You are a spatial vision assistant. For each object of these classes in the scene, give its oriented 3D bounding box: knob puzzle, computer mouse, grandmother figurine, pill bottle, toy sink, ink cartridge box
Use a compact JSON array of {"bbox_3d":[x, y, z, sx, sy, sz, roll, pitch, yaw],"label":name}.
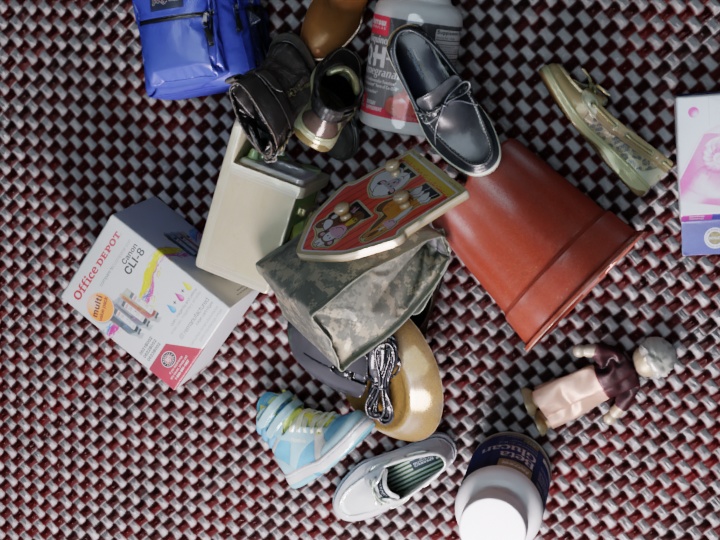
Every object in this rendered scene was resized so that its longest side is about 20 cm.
[{"bbox_3d":[0.008,-0.076,1.459,0.218,0.220,0.031,-18,120,17],"label":"knob puzzle"},{"bbox_3d":[-0.035,0.105,1.569,0.199,0.052,0.140,33,133,38],"label":"computer mouse"},{"bbox_3d":[0.306,0.138,1.566,0.198,0.061,0.122,-25,123,15],"label":"grandmother figurine"},{"bbox_3d":[0.179,0.287,1.551,0.110,0.200,0.112,3,103,13],"label":"pill bottle"},{"bbox_3d":[-0.116,-0.091,1.580,0.111,0.130,0.202,20,105,9],"label":"toy sink"},{"bbox_3d":[-0.262,0.026,1.633,0.199,0.145,0.146,38,108,4],"label":"ink cartridge box"},{"bbox_3d":[0.065,-0.272,1.504,0.110,0.111,0.202,11,104,11],"label":"pill bottle"},{"bbox_3d":[0.479,-0.117,1.472,0.194,0.043,0.202,-3,100,14],"label":"ink cartridge box"}]

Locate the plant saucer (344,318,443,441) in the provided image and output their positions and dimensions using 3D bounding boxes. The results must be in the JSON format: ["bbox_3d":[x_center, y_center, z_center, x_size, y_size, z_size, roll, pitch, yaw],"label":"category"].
[{"bbox_3d":[0.024,0.133,1.584,0.199,0.035,0.202,29,130,41],"label":"plant saucer"}]

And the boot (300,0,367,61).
[{"bbox_3d":[-0.028,-0.339,1.489,0.073,0.155,0.201,35,108,4],"label":"boot"}]

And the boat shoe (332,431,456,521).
[{"bbox_3d":[0.037,0.281,1.655,0.199,0.067,0.074,-38,91,18],"label":"boat shoe"}]

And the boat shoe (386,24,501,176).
[{"bbox_3d":[0.093,-0.196,1.413,0.074,0.062,0.201,-31,88,5],"label":"boat shoe"}]

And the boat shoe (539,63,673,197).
[{"bbox_3d":[0.295,-0.181,1.493,0.063,0.073,0.200,-41,101,12],"label":"boat shoe"}]

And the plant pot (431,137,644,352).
[{"bbox_3d":[0.204,-0.042,1.488,0.195,0.201,0.201,46,108,9],"label":"plant pot"}]

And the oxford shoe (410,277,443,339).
[{"bbox_3d":[0.053,0.081,1.599,0.072,0.084,0.202,13,107,8],"label":"oxford shoe"}]

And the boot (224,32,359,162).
[{"bbox_3d":[-0.087,-0.183,1.511,0.069,0.175,0.201,-21,116,31],"label":"boot"}]

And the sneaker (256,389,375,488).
[{"bbox_3d":[-0.072,0.203,1.631,0.131,0.079,0.200,53,135,3],"label":"sneaker"}]

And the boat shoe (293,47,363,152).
[{"bbox_3d":[-0.025,-0.217,1.482,0.073,0.201,0.065,31,128,-14],"label":"boat shoe"}]

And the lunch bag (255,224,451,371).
[{"bbox_3d":[0.000,0.000,1.498,0.199,0.164,0.118,-37,126,-12],"label":"lunch bag"}]

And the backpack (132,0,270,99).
[{"bbox_3d":[-0.203,-0.325,1.532,0.161,0.168,0.202,-6,94,11],"label":"backpack"}]
